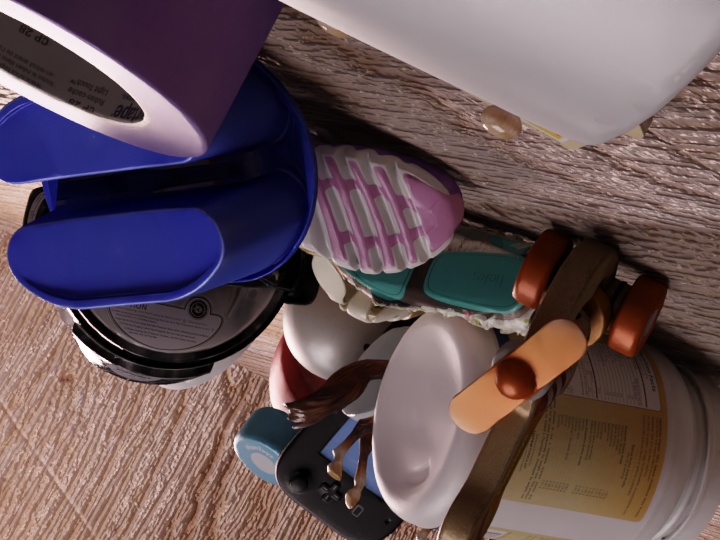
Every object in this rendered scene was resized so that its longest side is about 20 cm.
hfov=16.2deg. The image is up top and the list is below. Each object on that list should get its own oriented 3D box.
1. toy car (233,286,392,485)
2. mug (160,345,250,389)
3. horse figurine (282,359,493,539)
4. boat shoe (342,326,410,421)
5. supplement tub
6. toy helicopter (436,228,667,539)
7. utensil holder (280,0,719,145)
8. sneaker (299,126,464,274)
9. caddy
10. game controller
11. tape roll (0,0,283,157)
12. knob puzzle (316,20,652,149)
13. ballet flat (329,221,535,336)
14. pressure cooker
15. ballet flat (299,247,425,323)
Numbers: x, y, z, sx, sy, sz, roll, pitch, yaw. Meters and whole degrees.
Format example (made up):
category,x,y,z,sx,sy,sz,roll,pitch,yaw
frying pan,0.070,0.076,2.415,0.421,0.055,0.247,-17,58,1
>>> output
category,x,y,z,sx,sy,sz,roll,pitch,yaw
toy car,0.006,0.061,1.944,0.177,0.184,0.200,25,148,22
mug,-0.192,0.002,2.260,0.187,0.149,0.153,10,154,48
horse figurine,0.048,0.122,1.706,0.200,0.133,0.050,39,152,-14
boat shoe,0.073,0.079,1.777,0.091,0.071,0.200,31,147,-25
supplement tub,0.124,0.107,1.638,0.200,0.144,0.144,12,180,-25
toy helicopter,0.093,0.075,1.425,0.079,0.200,0.132,27,-170,12
utensil holder,-0.008,-0.135,0.459,0.200,0.170,0.170,28,173,-11
sneaker,-0.022,-0.050,1.520,0.200,0.088,0.081,2,115,32
caddy,-0.119,-0.055,1.460,0.200,0.141,0.105,-5,-169,34
game controller,0.028,0.111,1.870,0.104,0.200,0.042,40,-161,-1
tape roll,-0.144,-0.139,1.233,0.200,0.085,0.200,26,170,5
knob puzzle,0.034,-0.101,1.092,0.220,0.030,0.220,28,173,4
ballet flat,0.056,0.001,1.578,0.200,0.076,0.064,25,180,44
pressure cooker,-0.135,-0.016,1.767,0.179,0.176,0.200,59,170,-2
ballet flat,0.000,0.000,1.729,0.069,0.063,0.200,20,164,27
